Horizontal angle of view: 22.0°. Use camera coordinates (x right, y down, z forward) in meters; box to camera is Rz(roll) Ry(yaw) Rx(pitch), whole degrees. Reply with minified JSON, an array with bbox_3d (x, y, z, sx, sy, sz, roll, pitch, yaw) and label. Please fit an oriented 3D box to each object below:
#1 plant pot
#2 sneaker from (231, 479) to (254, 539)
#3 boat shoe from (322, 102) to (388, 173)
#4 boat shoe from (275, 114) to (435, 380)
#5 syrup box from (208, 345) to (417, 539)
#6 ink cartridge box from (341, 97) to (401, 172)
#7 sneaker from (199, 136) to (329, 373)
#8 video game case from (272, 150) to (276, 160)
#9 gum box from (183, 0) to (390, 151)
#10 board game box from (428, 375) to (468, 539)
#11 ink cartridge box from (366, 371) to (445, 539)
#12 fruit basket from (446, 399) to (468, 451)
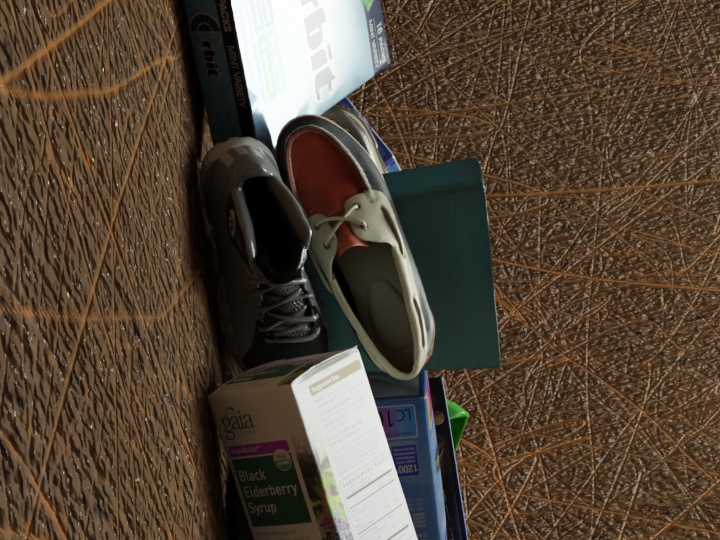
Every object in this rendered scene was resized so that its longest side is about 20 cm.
[{"bbox_3d":[0.000,0.000,1.411,0.141,0.199,0.142,-82,166,-80],"label":"plant pot"},{"bbox_3d":[-0.048,0.156,1.315,0.073,0.082,0.201,85,3,-54],"label":"sneaker"},{"bbox_3d":[0.007,-0.057,1.612,0.073,0.074,0.201,-71,149,-61],"label":"boat shoe"},{"bbox_3d":[-0.003,-0.016,1.307,0.063,0.071,0.201,-70,136,-77],"label":"boat shoe"},{"bbox_3d":[-0.023,0.159,1.237,0.081,0.079,0.201,-27,102,-50],"label":"syrup box"},{"bbox_3d":[-0.033,-0.129,1.725,0.137,0.076,0.200,51,0,3],"label":"ink cartridge box"},{"bbox_3d":[-0.060,0.013,1.265,0.115,0.075,0.201,-140,-148,-70],"label":"sneaker"},{"bbox_3d":[-0.074,-0.167,1.501,0.200,0.022,0.183,-91,174,-49],"label":"video game case"},{"bbox_3d":[-0.053,-0.198,1.356,0.200,0.044,0.171,-41,128,-49],"label":"gum box"},{"bbox_3d":[0.020,0.198,1.568,0.035,0.135,0.201,48,33,-85],"label":"board game box"},{"bbox_3d":[-0.003,0.175,1.478,0.076,0.136,0.201,-83,167,-63],"label":"ink cartridge box"},{"bbox_3d":[0.026,0.215,1.695,0.216,0.155,0.216,48,-30,40],"label":"fruit basket"}]
